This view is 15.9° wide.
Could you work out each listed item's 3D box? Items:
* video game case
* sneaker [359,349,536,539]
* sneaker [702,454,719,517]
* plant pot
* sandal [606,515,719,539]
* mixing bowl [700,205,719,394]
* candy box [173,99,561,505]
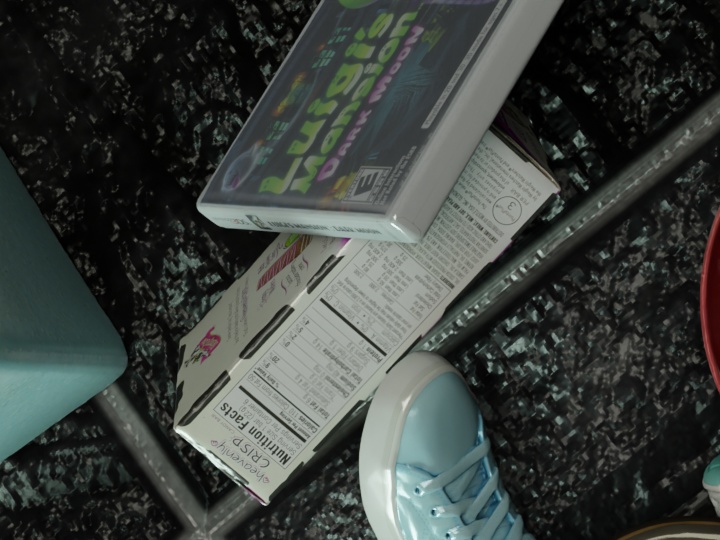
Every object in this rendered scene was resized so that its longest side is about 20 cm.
[{"bbox_3d":[0.022,-0.103,1.163,0.023,0.182,0.200,38,74,-27],"label":"video game case"},{"bbox_3d":[0.058,0.127,1.173,0.082,0.074,0.201,16,132,37],"label":"sneaker"},{"bbox_3d":[0.251,0.140,1.166,0.199,0.078,0.092,11,109,18],"label":"sneaker"},{"bbox_3d":[-0.268,0.019,1.246,0.196,0.200,0.197,-35,80,12],"label":"plant pot"},{"bbox_3d":[0.183,0.162,1.131,0.199,0.055,0.082,12,118,19],"label":"sandal"},{"bbox_3d":[0.255,0.020,1.132,0.199,0.108,0.201,-3,77,15],"label":"mixing bowl"},{"bbox_3d":[0.000,0.000,1.196,0.061,0.136,0.200,41,101,-12],"label":"candy box"}]
